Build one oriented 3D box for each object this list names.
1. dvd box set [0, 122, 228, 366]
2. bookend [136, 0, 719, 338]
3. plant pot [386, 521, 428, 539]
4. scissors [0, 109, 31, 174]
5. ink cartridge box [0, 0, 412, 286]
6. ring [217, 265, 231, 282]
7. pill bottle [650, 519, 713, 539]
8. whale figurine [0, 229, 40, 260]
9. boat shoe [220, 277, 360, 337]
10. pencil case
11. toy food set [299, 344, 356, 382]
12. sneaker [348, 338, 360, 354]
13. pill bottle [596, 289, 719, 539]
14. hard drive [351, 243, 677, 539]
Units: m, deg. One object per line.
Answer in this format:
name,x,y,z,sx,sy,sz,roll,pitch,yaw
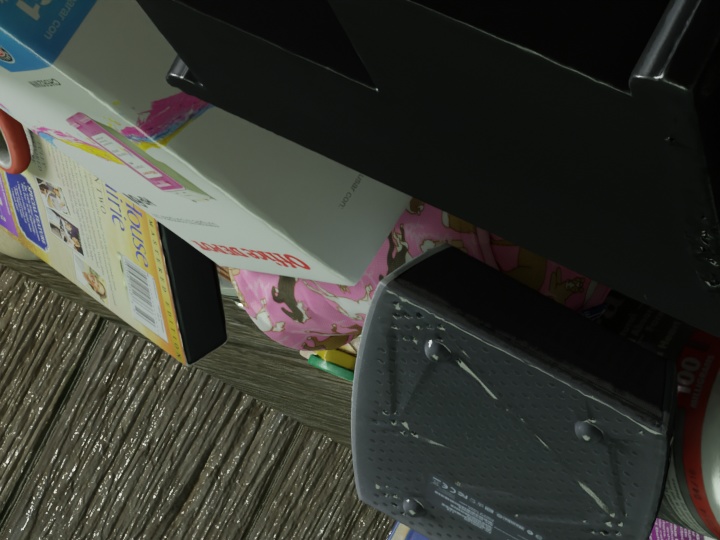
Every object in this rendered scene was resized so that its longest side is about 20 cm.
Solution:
dvd box set,-0.146,-0.056,1.075,0.200,0.029,0.147,32,143,39
bookend,0.025,-0.084,0.561,0.200,0.092,0.199,25,170,20
plant pot,0.142,0.271,2.079,0.200,0.200,0.180,21,164,38
scissors,-0.184,-0.121,1.019,0.073,0.014,0.200,44,152,28
ink cartridge box,-0.082,-0.082,0.880,0.200,0.085,0.144,35,169,-23
ring,-0.035,-0.040,1.058,0.200,0.019,0.201,21,149,13
pill bottle,0.232,0.141,1.248,0.112,0.113,0.200,29,172,-14
whale figurine,-0.215,-0.101,1.286,0.159,0.104,0.200,22,146,33
boat shoe,0.000,0.000,1.174,0.199,0.071,0.064,10,163,27
pencil case,0.026,-0.008,0.940,0.200,0.083,0.087,-7,125,53
toy food set,0.038,0.062,1.484,0.197,0.049,0.200,21,-178,-7
sneaker,0.001,-0.006,1.254,0.200,0.076,0.070,47,-174,9
pill bottle,0.130,0.048,0.968,0.116,0.116,0.200,33,170,-37
hard drive,0.062,0.069,0.886,0.135,0.042,0.200,28,153,13
